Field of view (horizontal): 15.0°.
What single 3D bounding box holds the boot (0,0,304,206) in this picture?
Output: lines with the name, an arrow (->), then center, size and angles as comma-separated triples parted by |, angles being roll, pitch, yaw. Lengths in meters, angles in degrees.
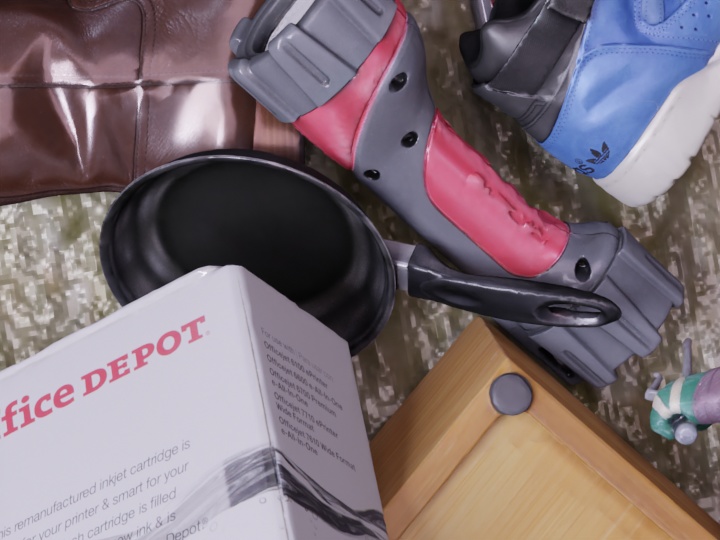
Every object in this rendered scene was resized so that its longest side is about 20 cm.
boot -> -0.124, -0.111, 1.063 | 0.199, 0.064, 0.188 | -3, 80, -5

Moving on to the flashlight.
flashlight -> 0.041, -0.039, 1.041 | 0.200, 0.068, 0.068 | 39, 78, -20

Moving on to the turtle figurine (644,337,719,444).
turtle figurine -> 0.185, 0.063, 1.030 | 0.149, 0.101, 0.201 | 15, 52, -20

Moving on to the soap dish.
soap dish -> 0.045, 0.139, 1.037 | 0.157, 0.081, 0.200 | 41, 77, -1

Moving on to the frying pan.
frying pan -> -0.008, -0.012, 1.025 | 0.189, 0.115, 0.031 | -12, 40, 22

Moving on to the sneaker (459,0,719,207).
sneaker -> 0.114, -0.137, 1.073 | 0.111, 0.077, 0.201 | 32, 85, -13

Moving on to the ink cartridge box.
ink cartridge box -> -0.065, 0.122, 0.955 | 0.145, 0.084, 0.201 | -26, 56, 22

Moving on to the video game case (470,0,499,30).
video game case -> 0.136, -0.153, 1.128 | 0.199, 0.017, 0.144 | -10, 83, -10
